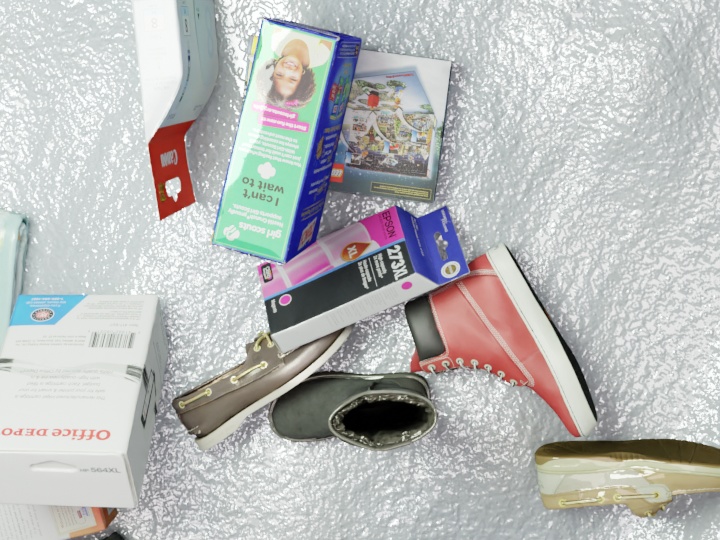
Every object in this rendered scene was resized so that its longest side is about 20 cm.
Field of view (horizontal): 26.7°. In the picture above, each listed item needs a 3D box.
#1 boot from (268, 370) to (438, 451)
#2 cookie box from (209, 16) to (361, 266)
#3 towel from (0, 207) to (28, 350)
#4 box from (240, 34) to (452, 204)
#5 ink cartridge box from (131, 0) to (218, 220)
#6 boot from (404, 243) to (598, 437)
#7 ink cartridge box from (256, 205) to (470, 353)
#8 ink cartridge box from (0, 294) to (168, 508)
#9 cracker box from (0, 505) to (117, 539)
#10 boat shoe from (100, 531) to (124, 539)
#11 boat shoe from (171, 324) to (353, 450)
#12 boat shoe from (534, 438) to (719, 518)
[{"bbox_3d":[-0.012,0.137,1.422,0.179,0.200,0.074,-14,96,6],"label":"boot"},{"bbox_3d":[-0.064,-0.119,1.367,0.074,0.171,0.203,14,99,5],"label":"cookie box"},{"bbox_3d":[-0.426,0.027,1.519,0.169,0.048,0.203,10,99,2],"label":"towel"},{"bbox_3d":[-0.017,-0.146,1.465,0.197,0.038,0.139,8,99,3],"label":"box"},{"bbox_3d":[-0.163,-0.157,1.414,0.047,0.160,0.203,-5,98,7],"label":"ink cartridge box"},{"bbox_3d":[0.131,0.096,1.473,0.143,0.072,0.201,-32,86,9],"label":"boot"},{"bbox_3d":[0.000,0.000,1.458,0.198,0.095,0.037,-22,137,6],"label":"ink cartridge box"},{"bbox_3d":[-0.269,0.121,1.438,0.144,0.202,0.085,1,135,5],"label":"ink cartridge box"},{"bbox_3d":[-0.359,0.212,1.534,0.197,0.058,0.136,-13,96,5],"label":"cracker box"},{"bbox_3d":[-0.329,0.311,1.537,0.199,0.074,0.064,-25,84,2],"label":"boat shoe"},{"bbox_3d":[-0.097,0.097,1.491,0.199,0.072,0.060,-37,96,14],"label":"boat shoe"},{"bbox_3d":[0.269,0.204,1.478,0.197,0.074,0.067,0,102,15],"label":"boat shoe"}]
